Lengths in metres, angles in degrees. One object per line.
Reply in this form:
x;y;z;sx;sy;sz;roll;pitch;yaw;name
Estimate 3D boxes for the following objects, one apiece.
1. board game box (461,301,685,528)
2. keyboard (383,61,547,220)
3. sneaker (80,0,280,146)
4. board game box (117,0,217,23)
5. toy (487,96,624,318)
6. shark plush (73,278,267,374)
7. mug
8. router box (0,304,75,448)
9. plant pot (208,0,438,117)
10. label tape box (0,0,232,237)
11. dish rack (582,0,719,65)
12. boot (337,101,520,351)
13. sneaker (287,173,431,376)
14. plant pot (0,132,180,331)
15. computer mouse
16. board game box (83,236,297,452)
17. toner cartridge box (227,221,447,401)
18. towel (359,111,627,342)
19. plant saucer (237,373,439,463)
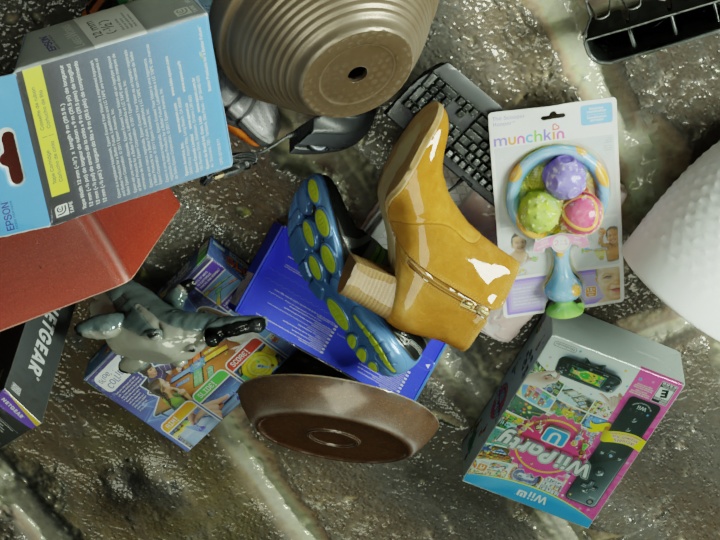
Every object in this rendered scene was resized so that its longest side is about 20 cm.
0.208;0.145;1.681;0.147;0.064;0.200;21;122;-10;board game box
0.100;-0.087;1.523;0.200;0.021;0.127;38;114;-19;keyboard
-0.167;-0.169;1.498;0.112;0.078;0.200;-33;111;30;sneaker
-0.089;-0.247;1.400;0.199;0.029;0.135;11;132;-46;board game box
0.180;-0.047;1.513;0.115;0.047;0.201;-8;117;-3;toy
-0.181;0.039;1.576;0.199;0.084;0.091;-5;147;41;shark plush
0.360;-0.036;1.522;0.200;0.148;0.176;18;116;-45;mug
-0.356;0.102;1.598;0.157;0.200;0.052;-31;118;20;router box
-0.019;-0.193;1.405;0.200;0.093;0.201;-16;145;-11;plant pot
-0.211;-0.125;1.346;0.199;0.066;0.144;-19;127;-16;label tape box
0.237;-0.284;1.407;0.153;0.055;0.201;-16;120;12;dish rack
0.080;-0.036;1.497;0.143;0.071;0.202;20;106;-15;boot
0.000;0.000;1.564;0.071;0.083;0.200;-22;101;51;sneaker
-0.302;-0.070;1.501;0.199;0.200;0.177;-20;107;15;plant pot
-0.060;-0.105;1.474;0.059;0.200;0.034;-29;88;55;computer mouse
-0.159;0.076;1.669;0.135;0.035;0.200;38;117;-19;board game box
-0.017;0.043;1.613;0.199;0.043;0.095;31;89;-16;toner cartridge box
0.117;-0.044;1.582;0.190;0.032;0.200;28;121;-15;towel
-0.024;0.149;1.646;0.199;0.035;0.200;10;159;4;plant saucer
